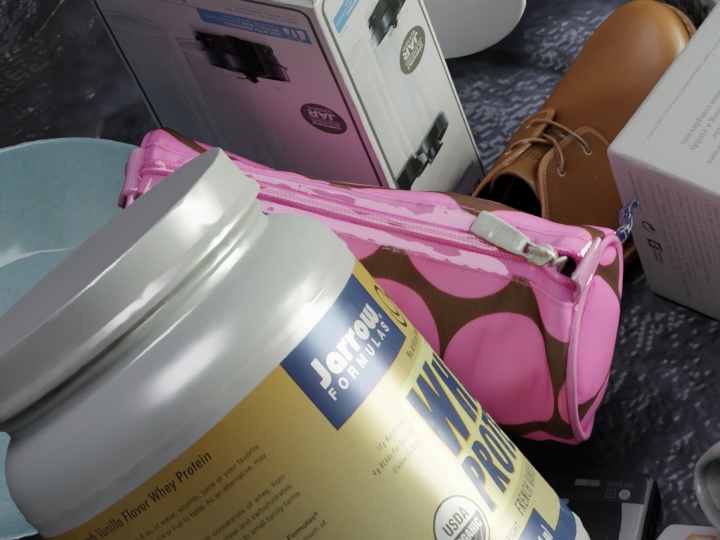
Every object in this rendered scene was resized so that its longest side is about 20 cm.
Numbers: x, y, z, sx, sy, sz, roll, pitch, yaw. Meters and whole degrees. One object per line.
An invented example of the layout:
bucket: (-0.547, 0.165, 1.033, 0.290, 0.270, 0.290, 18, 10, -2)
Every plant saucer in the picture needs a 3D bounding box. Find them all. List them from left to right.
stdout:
plant saucer: (-0.137, 0.035, 1.034, 0.201, 0.039, 0.201, -9, 52, 12)

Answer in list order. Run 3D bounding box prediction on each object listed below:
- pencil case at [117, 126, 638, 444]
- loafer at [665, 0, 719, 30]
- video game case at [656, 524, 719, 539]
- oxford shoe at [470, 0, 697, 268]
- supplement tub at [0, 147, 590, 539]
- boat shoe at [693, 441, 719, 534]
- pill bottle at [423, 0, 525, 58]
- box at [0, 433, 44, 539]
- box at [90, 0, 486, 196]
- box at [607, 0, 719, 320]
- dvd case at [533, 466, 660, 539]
pencil case: (0.000, 0.000, 0.942, 0.200, 0.094, 0.091, 11, 68, 15)
loafer: (0.149, -0.173, 1.121, 0.070, 0.075, 0.200, -22, 60, -5)
video game case: (0.161, 0.134, 0.833, 0.182, 0.023, 0.200, 1, 17, 24)
oxford shoe: (0.086, -0.039, 1.028, 0.071, 0.071, 0.200, 14, 64, 30)
supplement tub: (-0.030, 0.072, 0.859, 0.144, 0.200, 0.144, -39, 10, 9)
boat shoe: (0.150, 0.089, 0.823, 0.065, 0.074, 0.202, -5, 11, 4)
pill bottle: (0.037, -0.199, 1.145, 0.111, 0.111, 0.200, -7, 53, 14)
box: (-0.139, 0.093, 1.039, 0.200, 0.036, 0.144, -41, 53, -15)
box: (-0.026, -0.075, 1.019, 0.117, 0.200, 0.060, 15, 62, 25)
box: (0.218, -0.029, 0.968, 0.200, 0.098, 0.124, 24, 65, 32)
dvd case: (0.023, 0.162, 0.939, 0.150, 0.025, 0.200, 3, 57, 21)
